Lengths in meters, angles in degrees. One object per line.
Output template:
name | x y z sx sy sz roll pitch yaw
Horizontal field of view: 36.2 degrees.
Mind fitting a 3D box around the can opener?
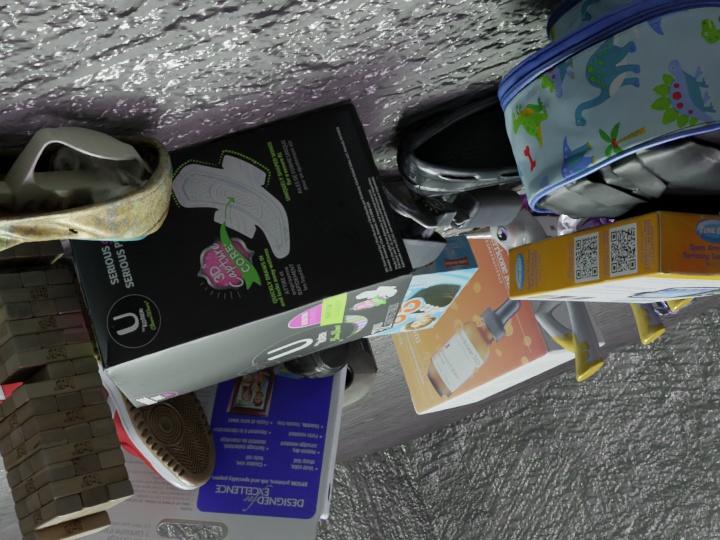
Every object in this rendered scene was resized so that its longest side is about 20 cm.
can opener | 0.066 -0.042 0.880 0.067 0.053 0.200 -58 159 19

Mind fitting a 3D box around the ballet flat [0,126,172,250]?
ballet flat | -0.188 -0.045 0.582 0.199 0.071 0.071 -7 162 -39

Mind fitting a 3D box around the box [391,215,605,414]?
box | 0.137 0.049 1.199 0.106 0.153 0.200 -5 160 -45

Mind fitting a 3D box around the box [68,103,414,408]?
box | -0.082 -0.004 0.741 0.198 0.125 0.149 -16 165 -8

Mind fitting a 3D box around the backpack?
backpack | 0.185 -0.106 0.658 0.199 0.148 0.183 -5 166 -39

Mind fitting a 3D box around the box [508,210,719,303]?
box | 0.183 -0.004 0.712 0.118 0.042 0.200 2 175 -21

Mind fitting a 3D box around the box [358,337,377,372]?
box | -0.109 0.097 1.148 0.199 0.105 0.148 -11 165 -35

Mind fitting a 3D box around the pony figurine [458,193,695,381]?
pony figurine | 0.209 -0.028 0.992 0.193 0.201 0.166 -37 157 7

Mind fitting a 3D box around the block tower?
block tower | -0.199 0.065 0.684 0.054 0.201 0.058 -6 162 -44

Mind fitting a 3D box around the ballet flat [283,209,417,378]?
ballet flat | 0.000 0.000 0.871 0.057 0.067 0.200 -5 -139 48

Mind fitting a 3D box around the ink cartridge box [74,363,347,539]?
ink cartridge box | -0.115 0.138 0.862 0.196 0.201 0.043 2 150 11

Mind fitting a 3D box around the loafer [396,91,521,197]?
loafer | 0.123 -0.097 0.777 0.199 0.069 0.070 -15 176 -2

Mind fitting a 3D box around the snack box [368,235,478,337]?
snack box | -0.010 0.022 0.951 0.198 0.037 0.116 -7 154 -23

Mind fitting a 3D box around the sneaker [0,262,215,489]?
sneaker | -0.203 0.098 0.827 0.112 0.200 0.071 -36 -173 31

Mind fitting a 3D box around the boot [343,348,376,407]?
boot | -0.043 0.103 1.012 0.199 0.068 0.130 -1 175 -35
